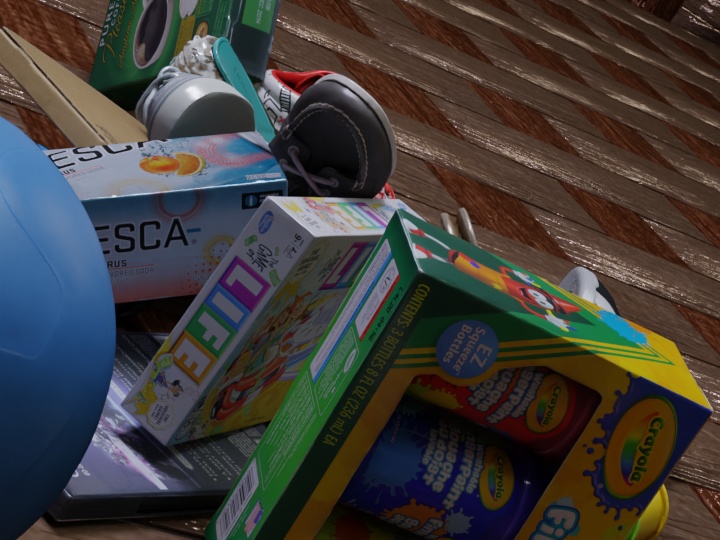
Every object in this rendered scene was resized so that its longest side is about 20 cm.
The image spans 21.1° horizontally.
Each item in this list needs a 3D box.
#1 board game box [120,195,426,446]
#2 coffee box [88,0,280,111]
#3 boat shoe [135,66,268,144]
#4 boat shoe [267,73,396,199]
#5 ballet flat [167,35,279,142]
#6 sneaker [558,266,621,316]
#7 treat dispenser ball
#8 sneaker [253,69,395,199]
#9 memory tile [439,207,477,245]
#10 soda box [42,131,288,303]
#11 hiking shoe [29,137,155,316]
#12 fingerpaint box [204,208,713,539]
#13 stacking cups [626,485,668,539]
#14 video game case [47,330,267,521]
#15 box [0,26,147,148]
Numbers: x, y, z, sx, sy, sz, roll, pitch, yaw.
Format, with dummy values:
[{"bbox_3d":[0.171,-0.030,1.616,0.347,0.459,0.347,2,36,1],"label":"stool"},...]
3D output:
[{"bbox_3d":[-0.038,0.023,1.045,0.034,0.135,0.200,39,14,15],"label":"board game box"},{"bbox_3d":[-0.126,-0.188,1.413,0.044,0.124,0.199,19,-14,-33],"label":"coffee box"},{"bbox_3d":[-0.103,-0.084,1.173,0.071,0.070,0.201,41,-2,13],"label":"boat shoe"},{"bbox_3d":[-0.029,-0.047,1.108,0.067,0.057,0.200,38,-21,1],"label":"boat shoe"},{"bbox_3d":[-0.071,-0.066,1.311,0.201,0.071,0.072,58,14,-11],"label":"ballet flat"},{"bbox_3d":[0.194,0.081,1.463,0.111,0.073,0.200,31,25,-12],"label":"sneaker"},{"bbox_3d":[-0.194,0.024,0.739,0.200,0.202,0.201,28,18,-10],"label":"treat dispenser ball"},{"bbox_3d":[-0.009,-0.075,1.396,0.201,0.108,0.067,20,20,-32],"label":"sneaker"},{"bbox_3d":[0.074,0.055,1.145,0.200,0.017,0.154,75,0,-75],"label":"memory tile"},{"bbox_3d":[-0.142,-0.025,1.044,0.199,0.069,0.064,-7,31,-17],"label":"soda box"},{"bbox_3d":[-0.203,-0.045,1.148,0.200,0.075,0.087,38,8,-13],"label":"hiking shoe"},{"bbox_3d":[0.043,0.099,0.934,0.166,0.201,0.073,26,19,-19],"label":"fingerpaint box"},{"bbox_3d":[0.121,0.156,1.154,0.060,0.061,0.200,39,22,22],"label":"stacking cups"},{"bbox_3d":[-0.125,0.077,1.014,0.143,0.019,0.199,42,21,30],"label":"video game case"},{"bbox_3d":[-0.141,-0.068,1.237,0.200,0.021,0.163,45,6,41],"label":"box"}]
